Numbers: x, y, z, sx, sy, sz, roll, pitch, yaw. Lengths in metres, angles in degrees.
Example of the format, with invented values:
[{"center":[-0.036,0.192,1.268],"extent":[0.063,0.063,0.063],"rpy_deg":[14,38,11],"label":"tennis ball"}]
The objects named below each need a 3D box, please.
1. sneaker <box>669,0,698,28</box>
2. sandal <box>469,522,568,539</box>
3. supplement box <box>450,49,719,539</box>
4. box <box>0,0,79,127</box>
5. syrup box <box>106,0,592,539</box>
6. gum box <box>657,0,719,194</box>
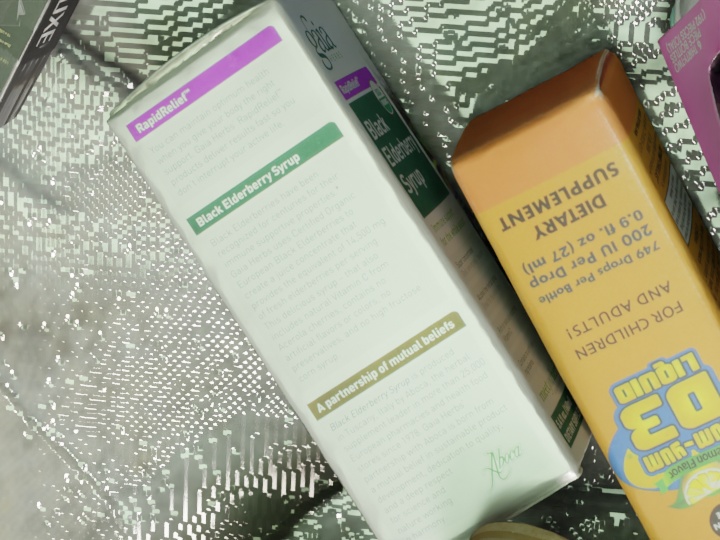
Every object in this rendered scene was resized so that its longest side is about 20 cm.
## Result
[{"center":[0.156,-0.021,0.719],"extent":[0.077,0.140,0.201],"rpy_deg":[-19,103,17],"label":"sneaker"},{"center":[0.079,0.137,0.801],"extent":[0.077,0.070,0.212],"rpy_deg":[12,147,17],"label":"sandal"},{"center":[0.109,0.024,0.780],"extent":[0.066,0.069,0.201],"rpy_deg":[-27,103,17],"label":"supplement box"},{"center":[-0.183,-0.169,0.774],"extent":[0.199,0.050,0.159],"rpy_deg":[29,108,-1],"label":"box"},{"center":[0.000,0.000,0.771],"extent":[0.081,0.079,0.201],"rpy_deg":[-31,93,15],"label":"syrup box"},{"center":[0.195,-0.038,0.666],"extent":[0.066,0.199,0.114],"rpy_deg":[-44,55,45],"label":"gum box"}]
